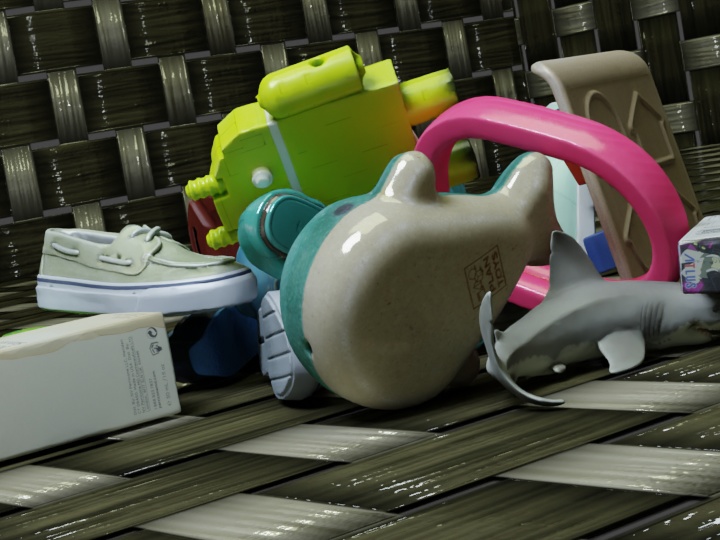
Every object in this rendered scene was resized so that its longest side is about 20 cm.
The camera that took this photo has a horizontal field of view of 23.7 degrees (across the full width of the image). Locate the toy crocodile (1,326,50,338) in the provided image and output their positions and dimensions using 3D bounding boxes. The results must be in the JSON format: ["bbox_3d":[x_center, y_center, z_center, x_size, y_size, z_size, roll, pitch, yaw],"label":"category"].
[{"bbox_3d":[-0.270,0.083,1.237,0.198,0.068,0.062,-12,5,-27],"label":"toy crocodile"}]

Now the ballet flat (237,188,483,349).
[{"bbox_3d":[0.000,0.000,1.180,0.199,0.068,0.070,28,-14,-26],"label":"ballet flat"}]

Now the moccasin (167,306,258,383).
[{"bbox_3d":[-0.109,0.039,1.348,0.068,0.081,0.200,-13,3,21],"label":"moccasin"}]

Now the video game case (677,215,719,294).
[{"bbox_3d":[0.291,-0.016,1.040,0.179,0.036,0.200,-3,5,15],"label":"video game case"}]

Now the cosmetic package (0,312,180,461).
[{"bbox_3d":[-0.232,0.083,1.141,0.199,0.074,0.103,-12,4,-34],"label":"cosmetic package"}]

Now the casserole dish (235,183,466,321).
[{"bbox_3d":[-0.001,-0.010,1.292,0.199,0.122,0.039,-26,47,-9],"label":"casserole dish"}]

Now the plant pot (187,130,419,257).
[{"bbox_3d":[-0.053,-0.050,1.700,0.194,0.203,0.200,-23,11,-31],"label":"plant pot"}]

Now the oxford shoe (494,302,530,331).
[{"bbox_3d":[0.130,0.007,1.345,0.075,0.058,0.200,-10,3,25],"label":"oxford shoe"}]

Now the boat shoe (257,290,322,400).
[{"bbox_3d":[-0.035,0.046,1.172,0.061,0.073,0.200,-6,3,-7],"label":"boat shoe"}]

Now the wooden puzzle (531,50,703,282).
[{"bbox_3d":[0.191,-0.059,1.230,0.046,0.201,0.185,-26,-4,29],"label":"wooden puzzle"}]

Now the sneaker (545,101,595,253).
[{"bbox_3d":[0.110,-0.058,1.267,0.117,0.074,0.202,6,46,-2],"label":"sneaker"}]

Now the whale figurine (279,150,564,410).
[{"bbox_3d":[0.036,-0.003,1.048,0.199,0.160,0.103,-33,31,-28],"label":"whale figurine"}]

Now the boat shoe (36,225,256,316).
[{"bbox_3d":[-0.164,-0.001,1.258,0.198,0.063,0.072,0,7,32],"label":"boat shoe"}]

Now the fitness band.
[{"bbox_3d":[0.121,-0.039,1.116,0.199,0.145,0.037,18,42,34],"label":"fitness band"}]

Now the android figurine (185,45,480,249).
[{"bbox_3d":[-0.020,-0.070,1.184,0.198,0.183,0.041,-17,40,0],"label":"android figurine"}]

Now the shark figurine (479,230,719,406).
[{"bbox_3d":[0.120,0.022,1.030,0.213,0.090,0.128,-12,3,-40],"label":"shark figurine"}]
